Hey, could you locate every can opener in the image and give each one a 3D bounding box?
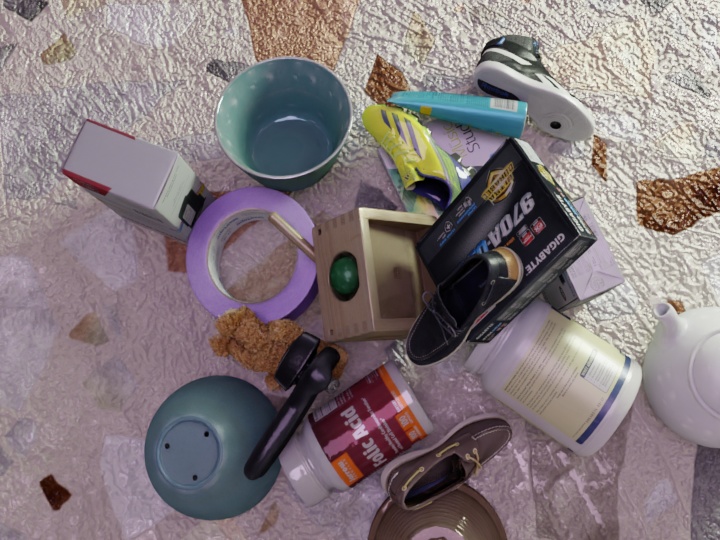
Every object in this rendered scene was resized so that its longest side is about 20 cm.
[{"bbox_3d":[-0.090,0.183,0.951,0.078,0.063,0.202,29,91,20],"label":"can opener"}]

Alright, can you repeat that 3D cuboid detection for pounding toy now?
[{"bbox_3d":[0.000,0.000,0.992,0.141,0.198,0.188,-18,75,46],"label":"pounding toy"}]

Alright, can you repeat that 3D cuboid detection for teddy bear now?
[{"bbox_3d":[-0.116,0.116,1.005,0.198,0.067,0.145,34,126,-19],"label":"teddy bear"}]

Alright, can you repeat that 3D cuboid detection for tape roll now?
[{"bbox_3d":[-0.152,-0.016,1.070,0.196,0.066,0.205,-1,80,6],"label":"tape roll"}]

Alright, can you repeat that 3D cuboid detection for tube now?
[{"bbox_3d":[0.138,-0.233,1.046,0.196,0.078,0.051,12,107,5],"label":"tube"}]

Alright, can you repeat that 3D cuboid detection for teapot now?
[{"bbox_3d":[0.476,0.140,0.944,0.196,0.146,0.202,-5,80,4],"label":"teapot"}]

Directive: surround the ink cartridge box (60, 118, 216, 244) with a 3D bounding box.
[{"bbox_3d":[-0.304,-0.117,1.033,0.143,0.200,0.084,21,80,8],"label":"ink cartridge box"}]

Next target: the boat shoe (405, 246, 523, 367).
[{"bbox_3d":[0.110,0.045,0.870,0.200,0.062,0.075,-48,56,35],"label":"boat shoe"}]

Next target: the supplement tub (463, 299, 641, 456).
[{"bbox_3d":[0.251,0.132,0.967,0.198,0.145,0.146,34,85,9],"label":"supplement tub"}]

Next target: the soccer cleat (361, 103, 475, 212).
[{"bbox_3d":[0.072,-0.161,1.033,0.199,0.065,0.084,40,67,8],"label":"soccer cleat"}]

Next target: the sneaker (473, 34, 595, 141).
[{"bbox_3d":[0.268,-0.282,1.072,0.197,0.073,0.113,27,59,-8],"label":"sneaker"}]

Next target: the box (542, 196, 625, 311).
[{"bbox_3d":[0.273,-0.011,0.961,0.059,0.200,0.118,-23,81,2],"label":"box"}]

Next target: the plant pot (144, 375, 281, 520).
[{"bbox_3d":[-0.213,0.244,0.997,0.196,0.135,0.205,-1,80,5],"label":"plant pot"}]

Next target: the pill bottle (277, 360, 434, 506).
[{"bbox_3d":[-0.008,0.223,0.991,0.198,0.114,0.115,-34,79,-1],"label":"pill bottle"}]

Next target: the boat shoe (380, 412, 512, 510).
[{"bbox_3d":[0.125,0.257,0.974,0.197,0.059,0.073,-21,115,-16],"label":"boat shoe"}]

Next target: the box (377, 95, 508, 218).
[{"bbox_3d":[0.141,-0.158,1.081,0.197,0.036,0.146,-26,79,2],"label":"box"}]

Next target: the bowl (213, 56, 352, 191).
[{"bbox_3d":[-0.107,-0.197,1.063,0.196,0.105,0.205,0,66,1],"label":"bowl"}]

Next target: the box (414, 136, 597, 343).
[{"bbox_3d":[0.169,-0.034,0.891,0.200,0.045,0.161,-49,53,33],"label":"box"}]

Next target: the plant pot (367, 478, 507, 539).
[{"bbox_3d":[0.102,0.383,0.966,0.196,0.093,0.205,-1,80,6],"label":"plant pot"}]
